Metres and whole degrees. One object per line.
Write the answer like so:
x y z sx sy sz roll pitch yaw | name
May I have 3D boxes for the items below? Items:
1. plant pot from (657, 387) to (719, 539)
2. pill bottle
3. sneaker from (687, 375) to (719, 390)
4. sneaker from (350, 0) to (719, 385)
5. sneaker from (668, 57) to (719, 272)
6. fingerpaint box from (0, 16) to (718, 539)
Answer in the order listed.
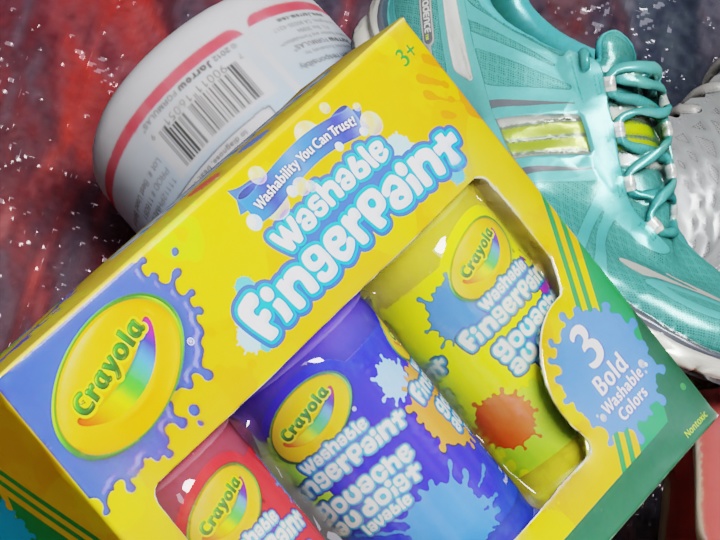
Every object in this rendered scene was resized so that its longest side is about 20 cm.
0.196 0.117 0.984 0.177 0.200 0.200 4 62 1 | plant pot
0.000 0.000 1.030 0.109 0.109 0.200 -32 68 -24 | pill bottle
0.161 0.002 1.093 0.200 0.071 0.113 10 65 -4 | sneaker
0.076 -0.040 0.972 0.080 0.078 0.200 -46 68 17 | sneaker
0.124 -0.063 1.042 0.115 0.075 0.200 14 70 8 | sneaker
-0.009 0.047 0.870 0.167 0.073 0.200 51 54 -6 | fingerpaint box
